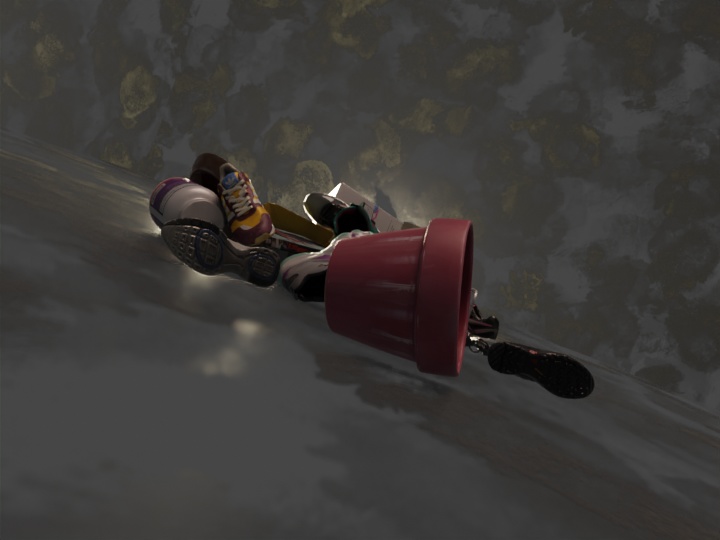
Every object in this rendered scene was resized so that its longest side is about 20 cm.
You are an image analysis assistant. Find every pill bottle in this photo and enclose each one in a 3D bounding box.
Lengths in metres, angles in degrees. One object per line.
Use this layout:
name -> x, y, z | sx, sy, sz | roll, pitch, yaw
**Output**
pill bottle -> -0.317, -0.105, 1.026 | 0.111, 0.114, 0.199 | 19, 5, -34

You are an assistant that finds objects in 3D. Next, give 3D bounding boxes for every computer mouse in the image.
computer mouse -> 0.175, 0.115, 1.154 | 0.197, 0.054, 0.138 | 20, 5, -29

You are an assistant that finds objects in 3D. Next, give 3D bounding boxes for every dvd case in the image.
dvd case -> -0.142, -0.057, 1.057 | 0.198, 0.022, 0.145 | 13, 10, -45

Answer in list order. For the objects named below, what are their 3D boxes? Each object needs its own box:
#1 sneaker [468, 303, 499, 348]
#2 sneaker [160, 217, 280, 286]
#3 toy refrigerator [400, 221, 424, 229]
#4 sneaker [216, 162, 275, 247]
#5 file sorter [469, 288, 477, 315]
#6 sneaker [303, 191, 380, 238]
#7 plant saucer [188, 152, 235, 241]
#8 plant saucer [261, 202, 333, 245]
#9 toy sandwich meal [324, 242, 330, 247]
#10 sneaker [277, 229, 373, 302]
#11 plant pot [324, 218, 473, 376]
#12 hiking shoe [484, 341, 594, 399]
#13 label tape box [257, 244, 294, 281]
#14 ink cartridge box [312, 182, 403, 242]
sneaker -> 0.238, 0.113, 1.294 | 0.198, 0.088, 0.080 | 23, 2, 32
sneaker -> -0.220, -0.023, 0.853 | 0.086, 0.076, 0.199 | 8, -15, 46
toy refrigerator -> 0.103, 0.000, 1.256 | 0.069, 0.203, 0.075 | 22, 4, 38
sneaker -> -0.207, -0.114, 0.949 | 0.200, 0.074, 0.091 | 49, -15, 52
file sorter -> 0.097, 0.056, 0.983 | 0.197, 0.127, 0.139 | 22, 4, 7
sneaker -> -0.045, -0.108, 1.143 | 0.198, 0.084, 0.121 | 32, -2, 12
plant saucer -> -0.285, -0.137, 1.126 | 0.198, 0.203, 0.034 | 23, 44, 31
plant saucer -> -0.193, -0.073, 1.233 | 0.197, 0.049, 0.199 | -11, -23, 38
toy sandwich meal -> -0.044, -0.022, 1.343 | 0.203, 0.071, 0.206 | 29, -16, 9
sneaker -> -0.034, 0.004, 0.950 | 0.197, 0.079, 0.140 | -26, 30, -14
plant pot -> 0.053, 0.028, 0.740 | 0.175, 0.204, 0.200 | 5, -1, 14
hiking shoe -> 0.329, 0.172, 1.024 | 0.197, 0.077, 0.101 | 21, 7, 5
label tape box -> -0.176, -0.027, 1.099 | 0.197, 0.067, 0.143 | 23, 3, 5
ink cartridge box -> -0.005, -0.100, 1.327 | 0.198, 0.085, 0.144 | 32, -26, -15
